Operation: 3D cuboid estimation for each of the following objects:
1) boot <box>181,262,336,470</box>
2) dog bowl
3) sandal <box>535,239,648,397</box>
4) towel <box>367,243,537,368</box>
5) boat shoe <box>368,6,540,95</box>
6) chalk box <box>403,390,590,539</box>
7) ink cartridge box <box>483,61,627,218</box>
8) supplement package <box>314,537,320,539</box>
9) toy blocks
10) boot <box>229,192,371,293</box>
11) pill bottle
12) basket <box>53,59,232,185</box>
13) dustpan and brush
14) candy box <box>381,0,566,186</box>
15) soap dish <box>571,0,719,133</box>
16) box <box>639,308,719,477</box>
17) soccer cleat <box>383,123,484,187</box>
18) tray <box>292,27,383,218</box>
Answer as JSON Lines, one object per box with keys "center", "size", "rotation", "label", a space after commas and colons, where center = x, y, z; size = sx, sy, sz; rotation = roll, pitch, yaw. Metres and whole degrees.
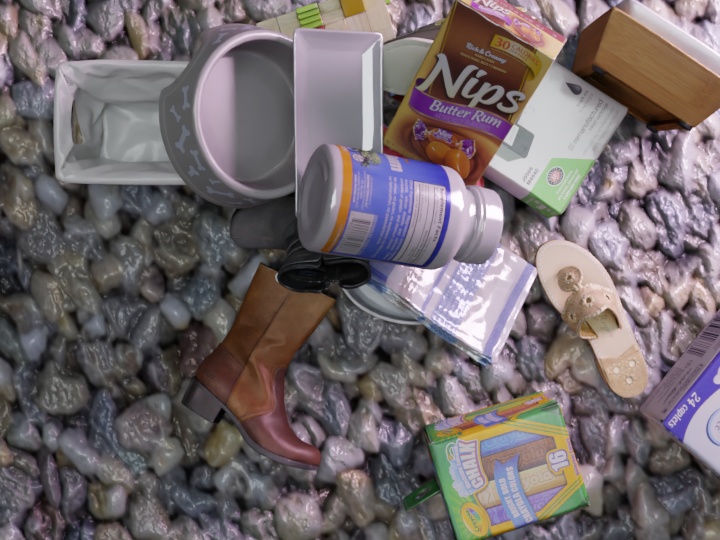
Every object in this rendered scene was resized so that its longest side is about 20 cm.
{"center": [-0.088, 0.118, 1.207], "size": [0.188, 0.068, 0.201], "rotation": [31, 84, 7], "label": "boot"}
{"center": [-0.114, -0.166, 1.081], "size": [0.199, 0.059, 0.202], "rotation": [-5, 99, -37], "label": "dog bowl"}
{"center": [0.282, 0.055, 1.187], "size": [0.077, 0.070, 0.213], "rotation": [-29, 91, 1], "label": "sandal"}
{"center": [0.103, 0.003, 1.176], "size": [0.199, 0.024, 0.147], "rotation": [34, 65, -6], "label": "towel"}
{"center": [0.101, -0.243, 1.108], "size": [0.200, 0.060, 0.072], "rotation": [-5, 132, 23], "label": "boat shoe"}
{"center": [0.142, 0.230, 1.164], "size": [0.199, 0.124, 0.125], "rotation": [-16, 91, -1], "label": "chalk box"}
{"center": [0.183, -0.176, 1.176], "size": [0.199, 0.084, 0.146], "rotation": [33, 91, 0], "label": "ink cartridge box"}
{"center": [-0.004, 0.427, 1.152], "size": [0.200, 0.156, 0.111], "rotation": [36, 90, 0], "label": "supplement package"}
{"center": [-0.029, -0.245, 1.181], "size": [0.199, 0.100, 0.138], "rotation": [-17, 101, 2], "label": "toy blocks"}
{"center": [-0.075, -0.030, 1.136], "size": [0.199, 0.132, 0.070], "rotation": [-8, 127, 23], "label": "boot"}
{"center": [0.043, -0.061, 1.051], "size": [0.199, 0.112, 0.113], "rotation": [8, 91, -21], "label": "pill bottle"}
{"center": [-0.238, -0.164, 1.161], "size": [0.199, 0.123, 0.137], "rotation": [1, 91, 1], "label": "basket"}
{"center": [0.000, 0.000, 1.192], "size": [0.199, 0.057, 0.141], "rotation": [-5, 91, 0], "label": "dustpan and brush"}
{"center": [0.115, -0.187, 1.062], "size": [0.116, 0.057, 0.200], "rotation": [32, 133, 3], "label": "candy box"}
{"center": [0.317, -0.221, 1.120], "size": [0.157, 0.200, 0.081], "rotation": [33, 97, -1], "label": "soap dish"}
{"center": [0.466, 0.162, 1.170], "size": [0.200, 0.105, 0.184], "rotation": [39, 92, -1], "label": "box"}
{"center": [0.052, -0.131, 1.178], "size": [0.199, 0.077, 0.067], "rotation": [25, 110, 1], "label": "soccer cleat"}
{"center": [-0.027, -0.157, 1.091], "size": [0.107, 0.022, 0.201], "rotation": [-4, 97, -28], "label": "tray"}
